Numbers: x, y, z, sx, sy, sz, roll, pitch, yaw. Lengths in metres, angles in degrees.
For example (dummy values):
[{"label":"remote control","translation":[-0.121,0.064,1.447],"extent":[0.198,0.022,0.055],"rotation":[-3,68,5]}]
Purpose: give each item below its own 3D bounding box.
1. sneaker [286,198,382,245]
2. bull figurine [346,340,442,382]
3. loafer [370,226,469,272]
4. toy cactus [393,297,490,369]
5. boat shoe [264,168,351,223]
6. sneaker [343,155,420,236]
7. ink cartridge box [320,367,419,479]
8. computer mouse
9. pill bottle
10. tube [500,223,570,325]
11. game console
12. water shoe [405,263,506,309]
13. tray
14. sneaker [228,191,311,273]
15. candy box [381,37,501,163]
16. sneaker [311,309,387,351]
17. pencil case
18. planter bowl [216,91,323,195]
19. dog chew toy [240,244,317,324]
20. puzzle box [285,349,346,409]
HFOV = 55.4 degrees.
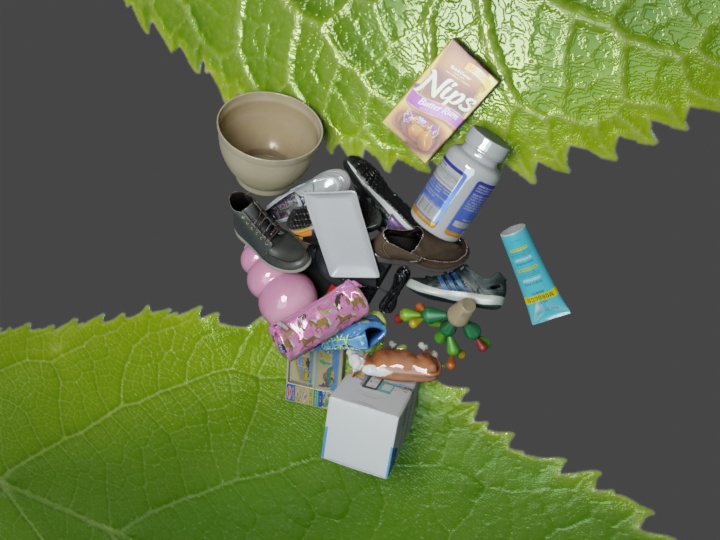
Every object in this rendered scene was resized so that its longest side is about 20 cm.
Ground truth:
[{"label":"sneaker","translation":[-0.042,-0.088,1.360],"extent":[0.199,0.070,0.090],"rotation":[-2,150,22]},{"label":"bull figurine","translation":[0.072,0.189,1.415],"extent":[0.199,0.121,0.065],"rotation":[9,109,15]},{"label":"loafer","translation":[0.119,-0.044,1.314],"extent":[0.199,0.073,0.071],"rotation":[1,151,-12]},{"label":"toy cactus","translation":[0.174,0.109,1.352],"extent":[0.199,0.102,0.165],"rotation":[29,146,0]},{"label":"boat shoe","translation":[-0.113,-0.148,1.393],"extent":[0.199,0.069,0.072],"rotation":[-16,102,22]},{"label":"sneaker","translation":[0.021,-0.132,1.357],"extent":[0.088,0.076,0.200],"rotation":[-40,92,30]},{"label":"ink cartridge box","translation":[0.026,0.297,1.422],"extent":[0.145,0.200,0.147],"rotation":[14,111,14]},{"label":"computer mouse","translation":[0.000,0.000,1.375],"extent":[0.200,0.046,0.141],"rotation":[34,127,4]},{"label":"pill bottle","translation":[0.189,-0.163,1.271],"extent":[0.112,0.112,0.200],"rotation":[34,113,4]},{"label":"tube","translation":[0.331,0.008,1.322],"extent":[0.077,0.050,0.201],"rotation":[-19,106,29]},{"label":"game console","translation":[-0.044,0.005,1.447],"extent":[0.176,0.031,0.200],"rotation":[31,114,3]},{"label":"water shoe","translation":[0.192,0.025,1.366],"extent":[0.199,0.071,0.079],"rotation":[11,81,17]},{"label":"tray","translation":[-0.031,-0.069,1.290],"extent":[0.107,0.022,0.201],"rotation":[1,130,23]},{"label":"sneaker","translation":[-0.186,-0.074,1.347],"extent":[0.200,0.075,0.106],"rotation":[31,155,25]},{"label":"candy box","translation":[0.148,-0.312,1.267],"extent":[0.117,0.056,0.200],"rotation":[43,113,1]},{"label":"sneaker","translation":[-0.037,0.127,1.390],"extent":[0.199,0.105,0.076],"rotation":[-15,105,-13]},{"label":"pencil case","translation":[-0.078,0.095,1.335],"extent":[0.200,0.087,0.083],"rotation":[-30,78,-12]},{"label":"planter bowl","translation":[-0.181,-0.233,1.337],"extent":[0.200,0.200,0.135],"rotation":[27,140,8]},{"label":"dog chew toy","translation":[-0.177,0.022,1.415],"extent":[0.125,0.124,0.200],"rotation":[-45,74,24]},{"label":"puzzle box","translation":[-0.100,0.210,1.529],"extent":[0.132,0.025,0.201],"rotation":[9,110,15]}]
